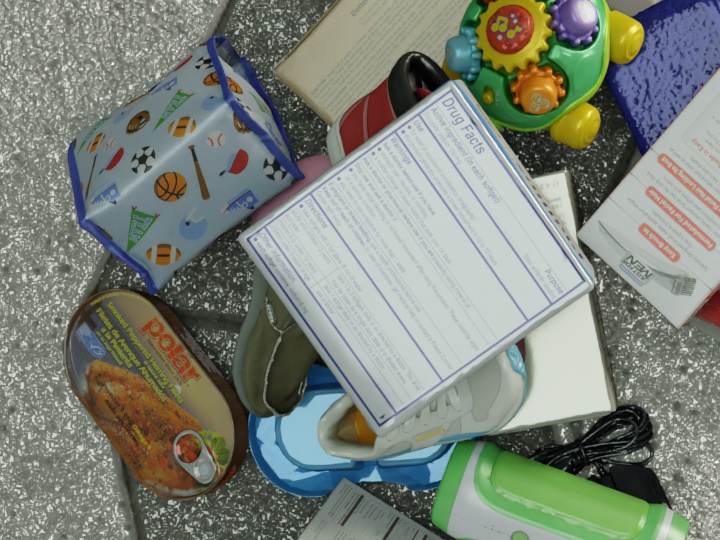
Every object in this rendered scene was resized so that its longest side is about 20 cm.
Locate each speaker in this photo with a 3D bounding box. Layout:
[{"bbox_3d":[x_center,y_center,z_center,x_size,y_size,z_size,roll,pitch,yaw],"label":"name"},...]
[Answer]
[{"bbox_3d":[0.161,0.204,1.611,0.198,0.088,0.089,19,92,9],"label":"speaker"}]

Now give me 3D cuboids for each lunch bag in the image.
[{"bbox_3d":[-0.151,-0.100,1.657,0.170,0.200,0.124,-37,123,6],"label":"lunch bag"}]

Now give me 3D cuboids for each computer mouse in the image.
[{"bbox_3d":[0.220,0.228,1.667,0.138,0.053,0.201,-28,86,5],"label":"computer mouse"}]

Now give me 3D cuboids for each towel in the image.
[{"bbox_3d":[0.302,-0.164,1.587,0.199,0.050,0.149,-26,86,14],"label":"towel"}]

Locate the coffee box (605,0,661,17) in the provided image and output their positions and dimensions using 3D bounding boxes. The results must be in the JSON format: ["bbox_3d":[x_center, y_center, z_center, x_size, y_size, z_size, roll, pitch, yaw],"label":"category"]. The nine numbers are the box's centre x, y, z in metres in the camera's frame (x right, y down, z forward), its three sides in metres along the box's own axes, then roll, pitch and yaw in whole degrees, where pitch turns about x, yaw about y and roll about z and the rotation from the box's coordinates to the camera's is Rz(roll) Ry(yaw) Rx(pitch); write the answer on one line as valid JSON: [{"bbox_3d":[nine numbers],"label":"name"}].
[{"bbox_3d":[0.300,-0.222,1.646,0.199,0.080,0.115,26,94,6],"label":"coffee box"}]

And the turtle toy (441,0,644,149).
[{"bbox_3d":[0.143,-0.200,1.562,0.145,0.101,0.201,29,94,26],"label":"turtle toy"}]

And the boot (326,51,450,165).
[{"bbox_3d":[0.048,-0.062,1.554,0.072,0.144,0.201,-8,71,-34],"label":"boot"}]

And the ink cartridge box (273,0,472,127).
[{"bbox_3d":[0.054,-0.183,1.679,0.165,0.075,0.200,44,96,7],"label":"ink cartridge box"}]

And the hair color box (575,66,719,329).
[{"bbox_3d":[0.275,-0.066,1.540,0.111,0.064,0.200,43,100,11],"label":"hair color box"}]

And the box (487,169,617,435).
[{"bbox_3d":[0.141,0.026,1.640,0.108,0.128,0.202,-11,88,8],"label":"box"}]

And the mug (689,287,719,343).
[{"bbox_3d":[0.349,-0.029,1.608,0.177,0.133,0.201,32,89,-22],"label":"mug"}]

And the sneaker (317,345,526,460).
[{"bbox_3d":[0.050,0.108,1.577,0.199,0.080,0.077,-31,74,41],"label":"sneaker"}]

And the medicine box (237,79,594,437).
[{"bbox_3d":[0.043,-0.012,1.472,0.199,0.103,0.183,-35,92,7],"label":"medicine box"}]

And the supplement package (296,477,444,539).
[{"bbox_3d":[0.017,0.307,1.622,0.199,0.151,0.152,31,117,6],"label":"supplement package"}]

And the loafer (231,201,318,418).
[{"bbox_3d":[-0.052,0.042,1.587,0.069,0.075,0.201,26,128,24],"label":"loafer"}]

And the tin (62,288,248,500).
[{"bbox_3d":[-0.174,0.104,1.701,0.112,0.042,0.200,-45,73,22],"label":"tin"}]

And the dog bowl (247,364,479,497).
[{"bbox_3d":[0.006,0.133,1.696,0.198,0.050,0.113,-4,89,7],"label":"dog bowl"}]

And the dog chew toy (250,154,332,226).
[{"bbox_3d":[0.000,0.000,1.653,0.124,0.125,0.200,-44,78,5],"label":"dog chew toy"}]
